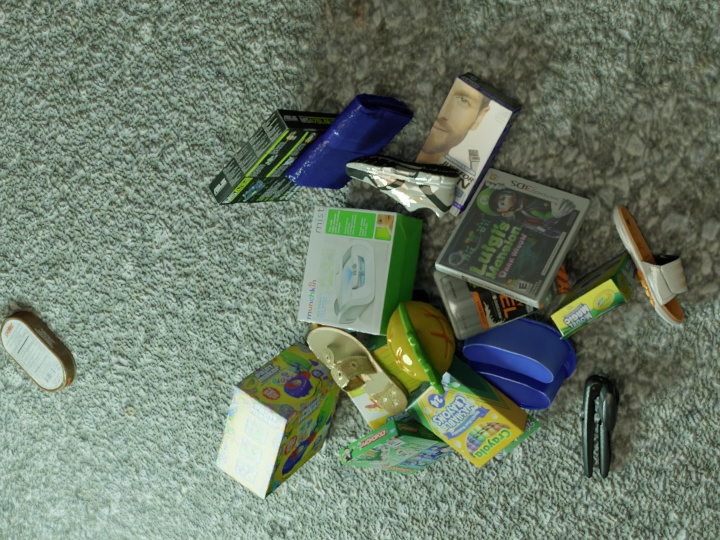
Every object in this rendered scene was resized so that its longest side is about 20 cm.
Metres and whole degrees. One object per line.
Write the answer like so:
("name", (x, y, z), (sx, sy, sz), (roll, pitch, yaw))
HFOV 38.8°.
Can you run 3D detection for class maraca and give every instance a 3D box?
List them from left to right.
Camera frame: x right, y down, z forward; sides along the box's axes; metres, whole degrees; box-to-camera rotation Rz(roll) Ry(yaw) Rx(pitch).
("maraca", (0.097, 0.119, 1.615), (0.106, 0.200, 0.138), (-31, 107, 8))

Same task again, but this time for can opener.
("can opener", (0.395, 0.265, 1.715), (0.062, 0.079, 0.203), (8, 120, 14))

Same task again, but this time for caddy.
("caddy", (0.260, 0.142, 1.711), (0.197, 0.106, 0.143), (16, 136, 19))

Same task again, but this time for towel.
("towel", (-0.022, -0.215, 1.699), (0.200, 0.146, 0.050), (-43, 64, 30))

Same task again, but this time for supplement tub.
("supplement tub", (0.226, 0.023, 1.642), (0.197, 0.123, 0.124), (-21, 100, 2))

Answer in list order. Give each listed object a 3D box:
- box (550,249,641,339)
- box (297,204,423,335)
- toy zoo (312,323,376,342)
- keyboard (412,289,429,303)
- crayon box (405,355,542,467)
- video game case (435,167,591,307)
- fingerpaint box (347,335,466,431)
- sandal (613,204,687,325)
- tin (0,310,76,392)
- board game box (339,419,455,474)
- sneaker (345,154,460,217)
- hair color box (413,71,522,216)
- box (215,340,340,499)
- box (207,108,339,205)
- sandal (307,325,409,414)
("box", (0.364, 0.037, 1.566), (0.117, 0.200, 0.049), (-36, 92, 30))
("box", (0.000, 0.000, 1.736), (0.174, 0.096, 0.204), (9, 89, 33))
("toy zoo", (-0.024, 0.110, 1.879), (0.129, 0.020, 0.204), (-8, 104, 28))
("keyboard", (0.087, 0.124, 1.829), (0.102, 0.040, 0.204), (-4, 112, 13))
("crayon box", (0.190, 0.247, 1.719), (0.199, 0.052, 0.126), (37, 128, -7))
("video game case", (0.239, -0.056, 1.599), (0.180, 0.202, 0.023), (20, 156, 26))
("fingerpaint box", (0.081, 0.186, 1.795), (0.198, 0.074, 0.168), (-30, 104, 21))
("sandal", (0.458, -0.014, 1.574), (0.059, 0.079, 0.209), (-27, 93, 32))
("tin", (-0.700, 0.176, 2.215), (0.200, 0.042, 0.112), (44, 116, 5))
("board game box", (0.076, 0.316, 1.814), (0.134, 0.198, 0.030), (-33, 57, 30))
("sneaker", (0.062, -0.137, 1.653), (0.197, 0.074, 0.081), (15, 115, 24))
("hair color box", (0.165, -0.203, 1.655), (0.108, 0.065, 0.202), (33, 117, 12))
("box", (-0.147, 0.271, 1.877), (0.121, 0.199, 0.195), (29, 123, 20))
("box", (-0.132, -0.189, 1.724), (0.200, 0.192, 0.048), (-43, 69, 31))
("sandal", (-0.006, 0.178, 1.730), (0.211, 0.070, 0.078), (39, 114, -6))
